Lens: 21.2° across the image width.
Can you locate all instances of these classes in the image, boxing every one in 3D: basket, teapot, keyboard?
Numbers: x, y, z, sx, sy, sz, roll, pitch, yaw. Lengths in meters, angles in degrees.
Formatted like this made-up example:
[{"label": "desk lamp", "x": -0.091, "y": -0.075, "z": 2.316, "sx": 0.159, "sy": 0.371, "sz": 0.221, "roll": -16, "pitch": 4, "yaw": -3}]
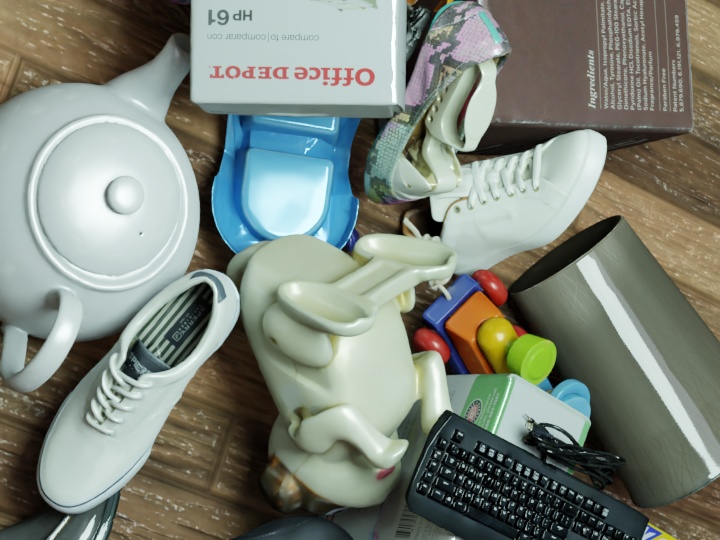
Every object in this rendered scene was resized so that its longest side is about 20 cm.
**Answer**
[{"label": "basket", "x": 0.222, "y": 0.068, "z": 1.567, "sx": 0.136, "sy": 0.180, "sz": 0.200, "roll": -33, "pitch": 97, "yaw": 18}, {"label": "teapot", "x": -0.191, "y": -0.040, "z": 1.344, "sx": 0.197, "sy": 0.146, "sz": 0.201, "roll": -21, "pitch": 97, "yaw": -28}, {"label": "keyboard", "x": 0.129, "y": 0.156, "z": 1.339, "sx": 0.199, "sy": 0.040, "sz": 0.105, "roll": 29, "pitch": 74, "yaw": -29}]

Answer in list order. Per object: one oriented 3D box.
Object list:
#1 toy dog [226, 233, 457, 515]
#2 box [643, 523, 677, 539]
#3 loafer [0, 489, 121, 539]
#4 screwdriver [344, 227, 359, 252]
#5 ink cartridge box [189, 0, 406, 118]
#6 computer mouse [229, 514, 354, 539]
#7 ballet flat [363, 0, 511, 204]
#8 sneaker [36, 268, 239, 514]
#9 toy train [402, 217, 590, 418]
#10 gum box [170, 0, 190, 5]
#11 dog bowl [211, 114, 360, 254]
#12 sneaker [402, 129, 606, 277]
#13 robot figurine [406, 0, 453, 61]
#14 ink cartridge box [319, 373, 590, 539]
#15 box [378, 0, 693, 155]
[{"label": "toy dog", "x": -0.025, "y": 0.086, "z": 1.384, "sx": 0.139, "sy": 0.193, "sz": 0.201, "roll": -40, "pitch": 134, "yaw": -52}, {"label": "box", "x": 0.203, "y": 0.231, "z": 1.583, "sx": 0.200, "sy": 0.070, "sz": 0.065, "roll": 32, "pitch": 73, "yaw": -23}, {"label": "loafer", "x": -0.234, "y": 0.205, "z": 1.347, "sx": 0.072, "sy": 0.073, "sz": 0.201, "roll": 34, "pitch": 70, "yaw": -18}, {"label": "screwdriver", "x": 0.000, "y": 0.000, "z": 1.511, "sx": 0.028, "sy": 0.029, "sz": 0.201, "roll": -30, "pitch": 102, "yaw": -59}, {"label": "ink cartridge box", "x": -0.041, "y": -0.207, "z": 1.316, "sx": 0.144, "sy": 0.085, "sz": 0.201, "roll": 0, "pitch": 92, "yaw": 3}, {"label": "computer mouse", "x": -0.090, "y": 0.245, "z": 1.391, "sx": 0.199, "sy": 0.053, "sz": 0.139, "roll": -21, "pitch": 93, "yaw": -5}, {"label": "ballet flat", "x": 0.057, "y": -0.103, "z": 1.395, "sx": 0.069, "sy": 0.200, "sz": 0.071, "roll": -12, "pitch": 53, "yaw": -34}, {"label": "sneaker", "x": -0.160, "y": 0.078, "z": 1.323, "sx": 0.073, "sy": 0.071, "sz": 0.200, "roll": 33, "pitch": 85, "yaw": 12}, {"label": "toy train", "x": 0.102, "y": 0.049, "z": 1.478, "sx": 0.085, "sy": 0.116, "sz": 0.200, "roll": -44, "pitch": 133, "yaw": -15}, {"label": "gum box", "x": -0.123, "y": -0.301, "z": 1.417, "sx": 0.066, "sy": 0.113, "sz": 0.201, "roll": -23, "pitch": 97, "yaw": -28}, {"label": "dog bowl", "x": -0.054, "y": -0.095, "z": 1.463, "sx": 0.111, "sy": 0.050, "sz": 0.201, "roll": 8, "pitch": 82, "yaw": -8}, {"label": "sneaker", "x": 0.104, "y": -0.056, "z": 1.478, "sx": 0.084, "sy": 0.200, "sz": 0.073, "roll": 26, "pitch": 51, "yaw": -24}, {"label": "robot figurine", "x": 0.016, "y": -0.218, "z": 1.403, "sx": 0.200, "sy": 0.145, "sz": 0.058, "roll": -53, "pitch": 147, "yaw": 6}, {"label": "ink cartridge box", "x": 0.063, "y": 0.159, "z": 1.439, "sx": 0.087, "sy": 0.200, "sz": 0.146, "roll": 29, "pitch": 72, "yaw": -27}, {"label": "box", "x": 0.135, "y": -0.181, "z": 1.521, "sx": 0.199, "sy": 0.166, "sz": 0.165, "roll": 0, "pitch": 86, "yaw": -29}]
